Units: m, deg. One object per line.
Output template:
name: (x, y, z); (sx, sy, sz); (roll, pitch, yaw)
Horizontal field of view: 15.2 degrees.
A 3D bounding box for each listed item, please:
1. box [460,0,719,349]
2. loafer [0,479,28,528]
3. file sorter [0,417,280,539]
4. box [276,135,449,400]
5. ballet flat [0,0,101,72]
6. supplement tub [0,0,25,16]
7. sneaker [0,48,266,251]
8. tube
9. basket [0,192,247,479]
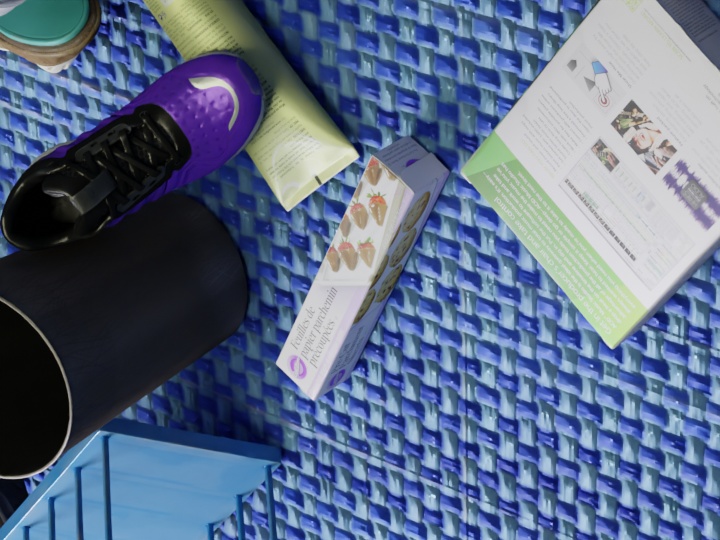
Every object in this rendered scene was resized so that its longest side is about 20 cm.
box: (0.156, -0.066, 1.546); (0.144, 0.036, 0.200); (50, 135, 10)
loafer: (-0.281, 0.182, 2.024); (0.063, 0.072, 0.200); (-36, 61, 8)
file sorter: (-0.156, 0.209, 1.880); (0.200, 0.138, 0.123); (-47, 40, 46)
box: (0.000, 0.000, 1.723); (0.039, 0.041, 0.200); (42, 134, 18)
ballet flat: (-0.233, -0.171, 1.836); (0.200, 0.068, 0.072); (20, 155, 39)
supplement tub: (-0.196, -0.260, 1.666); (0.200, 0.140, 0.141); (-35, 86, 33)
sneaker: (-0.148, -0.064, 1.702); (0.200, 0.100, 0.070); (-30, 99, 27)
tube: (-0.082, -0.135, 1.726); (0.200, 0.052, 0.058); (54, 172, 1)
basket: (-0.181, 0.034, 1.793); (0.180, 0.200, 0.136); (-6, 107, 46)
